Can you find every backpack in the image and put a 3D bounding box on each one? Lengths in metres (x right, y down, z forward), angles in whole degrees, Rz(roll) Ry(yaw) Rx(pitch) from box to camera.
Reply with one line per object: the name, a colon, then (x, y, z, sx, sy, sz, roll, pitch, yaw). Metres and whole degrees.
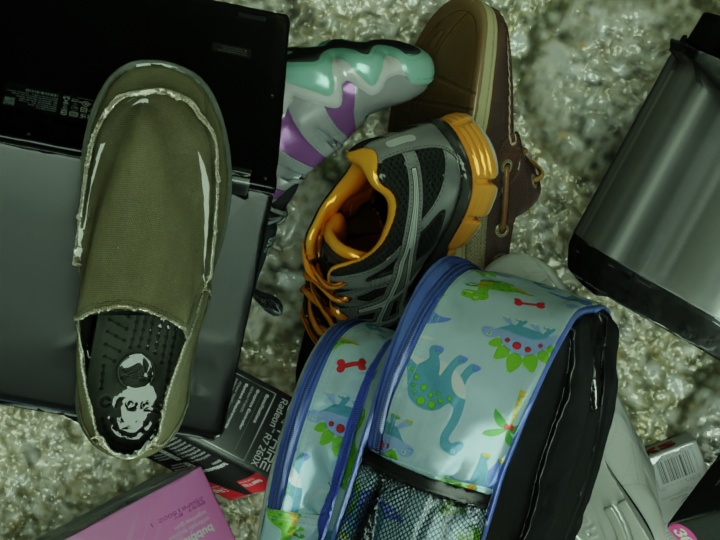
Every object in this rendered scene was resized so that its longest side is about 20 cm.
backpack: (0.039, 0.094, 1.165, 0.147, 0.183, 0.200, 20, 93, 14)

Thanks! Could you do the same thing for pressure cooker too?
pressure cooker: (0.223, -0.049, 1.242, 0.179, 0.176, 0.200, 28, 94, -3)

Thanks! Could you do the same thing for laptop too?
laptop: (-0.143, -0.042, 1.179, 0.187, 0.200, 0.116, 11, 138, -9)

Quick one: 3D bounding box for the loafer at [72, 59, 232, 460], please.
loafer: (-0.099, 0.001, 1.102, 0.075, 0.070, 0.200, 2, 106, -6)

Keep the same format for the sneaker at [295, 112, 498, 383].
sneaker: (0.000, 0.000, 1.243, 0.077, 0.078, 0.200, -6, 130, -38)

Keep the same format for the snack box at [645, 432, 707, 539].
snack box: (0.109, 0.162, 1.340, 0.200, 0.024, 0.072, -20, 102, -3)

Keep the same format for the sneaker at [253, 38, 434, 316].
sneaker: (-0.048, -0.044, 1.266, 0.200, 0.078, 0.140, -12, 103, 5)

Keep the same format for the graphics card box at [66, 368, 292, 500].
graphics card box: (-0.133, 0.055, 1.240, 0.200, 0.125, 0.051, 27, 76, -10)

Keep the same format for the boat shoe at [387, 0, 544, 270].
boat shoe: (0.061, -0.049, 1.284, 0.072, 0.072, 0.200, 0, 99, -38)

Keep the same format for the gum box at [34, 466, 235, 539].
gum box: (-0.143, 0.193, 1.214, 0.200, 0.066, 0.114, -27, 94, -28)

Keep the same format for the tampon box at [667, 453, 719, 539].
tampon box: (0.299, 0.133, 1.252, 0.150, 0.200, 0.126, 48, 59, -11)

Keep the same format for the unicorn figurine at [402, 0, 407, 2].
unicorn figurine: (0.119, -0.202, 1.262, 0.137, 0.074, 0.200, 22, 82, -1)

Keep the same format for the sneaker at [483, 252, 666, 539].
sneaker: (0.114, 0.081, 1.280, 0.076, 0.081, 0.200, -15, 100, 26)
